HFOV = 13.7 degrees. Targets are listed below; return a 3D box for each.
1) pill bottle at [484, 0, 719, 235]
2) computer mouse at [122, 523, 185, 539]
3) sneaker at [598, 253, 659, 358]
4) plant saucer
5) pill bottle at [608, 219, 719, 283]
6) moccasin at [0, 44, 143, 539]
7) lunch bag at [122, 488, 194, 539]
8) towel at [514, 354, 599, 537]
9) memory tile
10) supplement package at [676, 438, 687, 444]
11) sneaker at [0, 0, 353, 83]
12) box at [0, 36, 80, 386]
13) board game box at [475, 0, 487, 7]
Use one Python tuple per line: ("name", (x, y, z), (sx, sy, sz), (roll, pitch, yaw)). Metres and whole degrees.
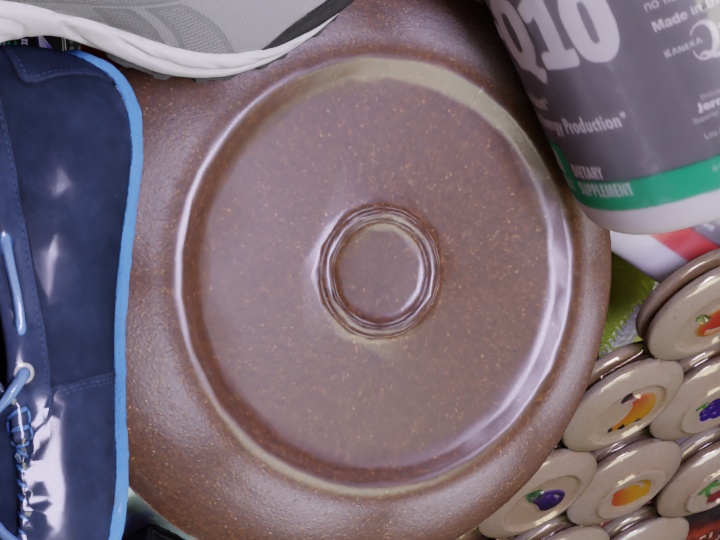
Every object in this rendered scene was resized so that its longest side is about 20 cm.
("pill bottle", (0.082, -0.122, 0.927), (0.113, 0.113, 0.200), (-31, 108, -17))
("computer mouse", (-0.053, 0.089, 1.022), (0.200, 0.034, 0.059), (-39, 122, -13))
("sneaker", (0.134, -0.042, 1.177), (0.200, 0.076, 0.105), (-54, 158, 9))
("plant saucer", (0.000, 0.000, 0.962), (0.200, 0.037, 0.201), (-1, 92, -23))
("pill bottle", (0.142, -0.097, 1.060), (0.116, 0.116, 0.200), (26, 103, -49))
("moccasin", (-0.113, 0.032, 0.892), (0.068, 0.080, 0.200), (9, 76, -35))
("lunch bag", (-0.116, 0.110, 1.069), (0.200, 0.082, 0.161), (-13, 133, -31))
("towel", (0.020, 0.100, 1.175), (0.143, 0.023, 0.200), (-3, 129, -2))
("memory tile", (0.112, 0.061, 1.097), (0.153, 0.017, 0.200), (1, 138, -46))
("supplement package", (0.224, 0.017, 1.221), (0.111, 0.156, 0.200), (-10, 128, -34))
("sneaker", (-0.063, -0.103, 0.876), (0.200, 0.074, 0.079), (-4, 159, -42))
("box", (-0.173, 0.017, 0.910), (0.193, 0.047, 0.200), (-8, 101, -38))
("board game box", (0.031, -0.160, 1.011), (0.200, 0.026, 0.200), (23, 107, -48))
